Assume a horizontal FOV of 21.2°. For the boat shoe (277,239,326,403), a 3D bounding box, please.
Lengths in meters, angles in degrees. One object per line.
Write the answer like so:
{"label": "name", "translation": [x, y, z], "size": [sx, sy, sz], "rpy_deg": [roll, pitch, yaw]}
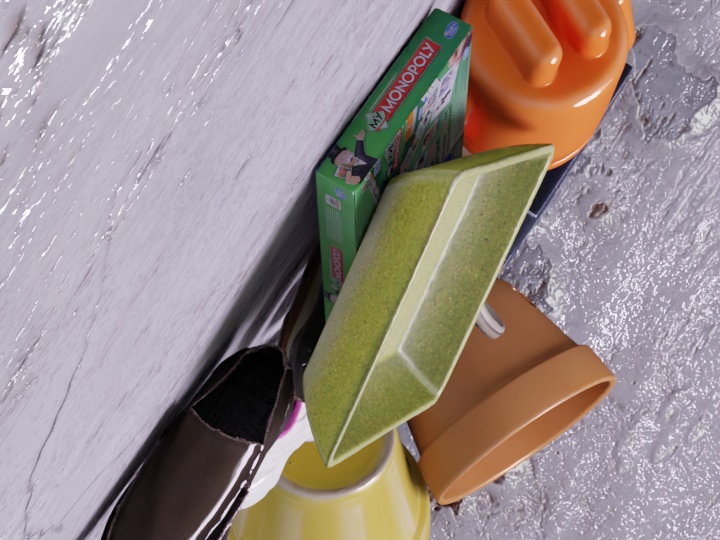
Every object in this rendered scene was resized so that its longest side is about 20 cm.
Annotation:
{"label": "boat shoe", "translation": [-0.006, 0.000, 1.326], "size": [0.201, 0.076, 0.074], "rpy_deg": [-62, -161, -15]}

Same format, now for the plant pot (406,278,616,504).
{"label": "plant pot", "translation": [0.115, 0.102, 1.769], "size": [0.200, 0.140, 0.200], "rpy_deg": [-32, 166, -9]}

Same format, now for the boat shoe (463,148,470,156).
{"label": "boat shoe", "translation": [0.116, -0.170, 1.518], "size": [0.072, 0.072, 0.201], "rpy_deg": [-117, -137, -60]}

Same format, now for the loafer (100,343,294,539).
{"label": "loafer", "translation": [-0.099, 0.117, 1.158], "size": [0.071, 0.073, 0.200], "rpy_deg": [108, 7, -54]}

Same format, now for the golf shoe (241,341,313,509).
{"label": "golf shoe", "translation": [-0.052, 0.090, 1.423], "size": [0.200, 0.075, 0.092], "rpy_deg": [-54, 172, -46]}

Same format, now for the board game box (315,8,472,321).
{"label": "board game box", "translation": [0.021, -0.055, 1.199], "size": [0.135, 0.029, 0.200], "rpy_deg": [-54, 164, -22]}

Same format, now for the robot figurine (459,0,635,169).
{"label": "robot figurine", "translation": [0.119, -0.137, 1.306], "size": [0.200, 0.116, 0.144], "rpy_deg": [101, 10, -71]}

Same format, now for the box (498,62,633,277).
{"label": "box", "translation": [0.135, -0.106, 1.790], "size": [0.197, 0.117, 0.200], "rpy_deg": [-54, 177, -27]}

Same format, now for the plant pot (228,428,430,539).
{"label": "plant pot", "translation": [-0.032, 0.199, 1.761], "size": [0.201, 0.200, 0.189], "rpy_deg": [-54, 161, -31]}

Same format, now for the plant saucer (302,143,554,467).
{"label": "plant saucer", "translation": [0.035, 0.007, 1.203], "size": [0.201, 0.048, 0.200], "rpy_deg": [-66, 164, 17]}

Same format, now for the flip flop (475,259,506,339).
{"label": "flip flop", "translation": [0.087, -0.022, 1.577], "size": [0.057, 0.200, 0.081], "rpy_deg": [-29, -143, -6]}
